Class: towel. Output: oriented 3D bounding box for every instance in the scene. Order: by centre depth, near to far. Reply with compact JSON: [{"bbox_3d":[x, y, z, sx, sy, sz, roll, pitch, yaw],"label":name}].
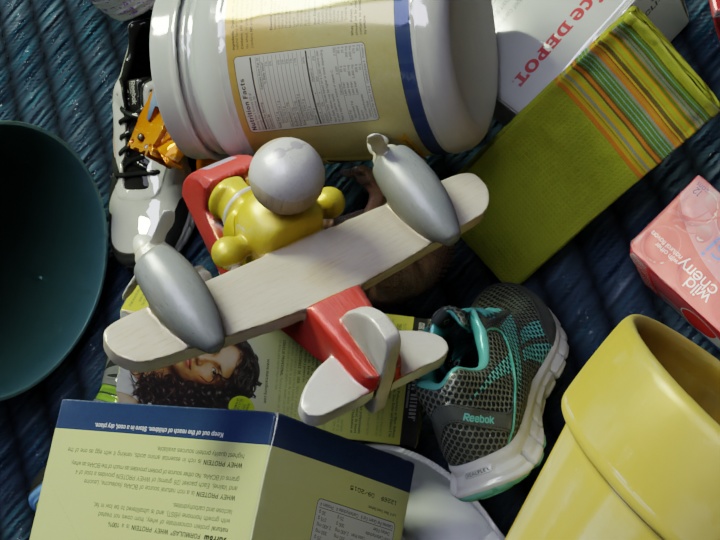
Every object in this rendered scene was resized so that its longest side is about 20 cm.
[{"bbox_3d":[0.135,-0.074,1.132,0.086,0.018,0.200,48,122,3],"label":"towel"}]

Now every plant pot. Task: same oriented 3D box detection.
[{"bbox_3d":[0.171,0.160,0.995,0.201,0.200,0.189,46,106,32],"label":"plant pot"},{"bbox_3d":[-0.310,-0.019,1.274,0.160,0.200,0.202,14,73,42],"label":"plant pot"}]

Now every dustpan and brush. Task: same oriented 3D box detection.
[{"bbox_3d":[-0.010,0.150,1.138,0.140,0.057,0.200,-44,43,6],"label":"dustpan and brush"}]

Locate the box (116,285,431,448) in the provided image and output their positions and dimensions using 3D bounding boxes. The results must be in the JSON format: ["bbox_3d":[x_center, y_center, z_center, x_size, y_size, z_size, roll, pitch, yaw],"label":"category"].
[{"bbox_3d":[-0.056,0.061,1.132,0.198,0.050,0.076,5,111,3],"label":"box"}]

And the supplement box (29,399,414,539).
[{"bbox_3d":[-0.097,0.196,1.075,0.199,0.134,0.201,-1,72,42],"label":"supplement box"}]

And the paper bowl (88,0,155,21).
[{"bbox_3d":[-0.137,-0.278,1.334,0.200,0.104,0.202,-37,33,29],"label":"paper bowl"}]

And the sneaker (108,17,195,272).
[{"bbox_3d":[-0.162,-0.096,1.306,0.073,0.080,0.202,-4,68,20],"label":"sneaker"}]

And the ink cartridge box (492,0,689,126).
[{"bbox_3d":[0.108,-0.191,1.229,0.145,0.083,0.200,-47,58,-1],"label":"ink cartridge box"}]

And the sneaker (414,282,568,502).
[{"bbox_3d":[0.077,0.051,1.091,0.077,0.092,0.200,-24,23,20],"label":"sneaker"}]

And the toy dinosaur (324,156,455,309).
[{"bbox_3d":[0.000,0.000,1.171,0.199,0.086,0.137,-13,93,20],"label":"toy dinosaur"}]

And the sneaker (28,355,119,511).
[{"bbox_3d":[-0.155,0.097,1.230,0.200,0.071,0.083,-48,45,-4],"label":"sneaker"}]

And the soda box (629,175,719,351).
[{"bbox_3d":[0.258,0.034,1.077,0.070,0.063,0.200,-44,59,0],"label":"soda box"}]

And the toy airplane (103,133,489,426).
[{"bbox_3d":[-0.035,-0.008,1.026,0.197,0.142,0.201,5,36,12],"label":"toy airplane"}]

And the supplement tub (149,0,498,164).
[{"bbox_3d":[-0.022,-0.141,1.129,0.198,0.144,0.146,-4,66,19],"label":"supplement tub"}]

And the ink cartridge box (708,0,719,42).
[{"bbox_3d":[0.260,-0.224,1.143,0.083,0.144,0.201,-15,63,15],"label":"ink cartridge box"}]

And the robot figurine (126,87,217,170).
[{"bbox_3d":[-0.080,-0.155,1.265,0.058,0.145,0.201,27,90,44],"label":"robot figurine"}]
